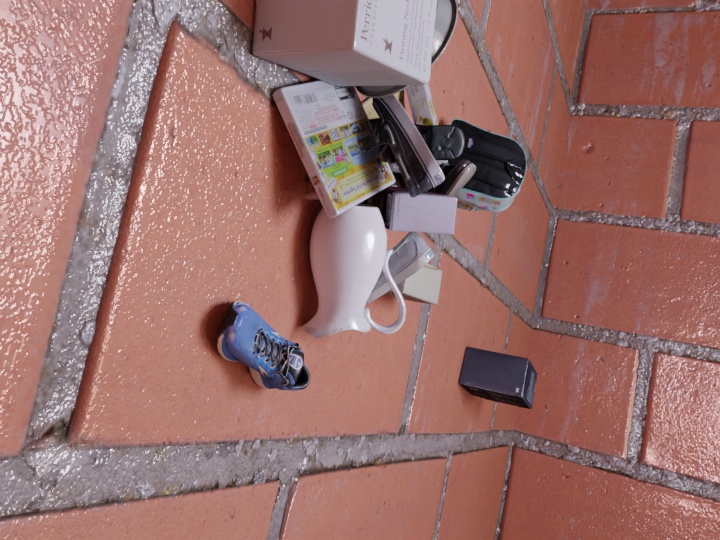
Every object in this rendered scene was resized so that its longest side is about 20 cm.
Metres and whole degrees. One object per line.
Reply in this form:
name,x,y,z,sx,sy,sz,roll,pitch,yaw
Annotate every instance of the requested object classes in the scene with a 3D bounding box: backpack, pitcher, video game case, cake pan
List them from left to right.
video game case,-0.031,-0.189,0.945,0.199,0.023,0.185,-36,103,-56
pitcher,0.000,0.000,1.004,0.167,0.121,0.206,4,100,-19
cake pan,0.055,-0.359,0.976,0.037,0.197,0.205,34,66,-42
backpack,0.271,-0.222,1.453,0.154,0.195,0.180,79,26,-66

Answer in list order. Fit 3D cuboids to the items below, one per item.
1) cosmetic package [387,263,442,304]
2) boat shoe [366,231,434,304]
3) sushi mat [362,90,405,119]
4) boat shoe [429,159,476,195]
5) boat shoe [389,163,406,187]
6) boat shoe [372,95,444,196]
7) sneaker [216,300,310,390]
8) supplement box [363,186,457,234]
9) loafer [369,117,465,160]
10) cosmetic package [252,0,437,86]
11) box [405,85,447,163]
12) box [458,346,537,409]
cosmetic package,0.078,0.014,1.233,0.199,0.101,0.075,19,81,-65
boat shoe,0.034,-0.001,1.088,0.072,0.199,0.070,55,31,0
sushi mat,0.039,-0.277,1.161,0.200,0.012,0.098,-49,141,-48
boat shoe,0.141,-0.153,1.121,0.072,0.063,0.200,-38,176,-16
boat shoe,0.085,-0.179,1.212,0.201,0.073,0.089,15,87,-69
boat shoe,0.054,-0.196,0.978,0.203,0.067,0.072,62,6,26
sneaker,-0.120,0.106,0.860,0.201,0.087,0.080,57,47,-54
supplement box,0.077,-0.105,1.072,0.200,0.106,0.063,-135,-131,-73
loafer,0.074,-0.217,1.086,0.072,0.194,0.075,-127,-137,-78
cosmetic package,-0.014,-0.345,0.835,0.198,0.163,0.172,-4,102,-57
box,0.118,-0.296,1.202,0.041,0.038,0.205,1,75,-68
box,0.421,0.326,1.940,0.200,0.192,0.120,43,60,-59
